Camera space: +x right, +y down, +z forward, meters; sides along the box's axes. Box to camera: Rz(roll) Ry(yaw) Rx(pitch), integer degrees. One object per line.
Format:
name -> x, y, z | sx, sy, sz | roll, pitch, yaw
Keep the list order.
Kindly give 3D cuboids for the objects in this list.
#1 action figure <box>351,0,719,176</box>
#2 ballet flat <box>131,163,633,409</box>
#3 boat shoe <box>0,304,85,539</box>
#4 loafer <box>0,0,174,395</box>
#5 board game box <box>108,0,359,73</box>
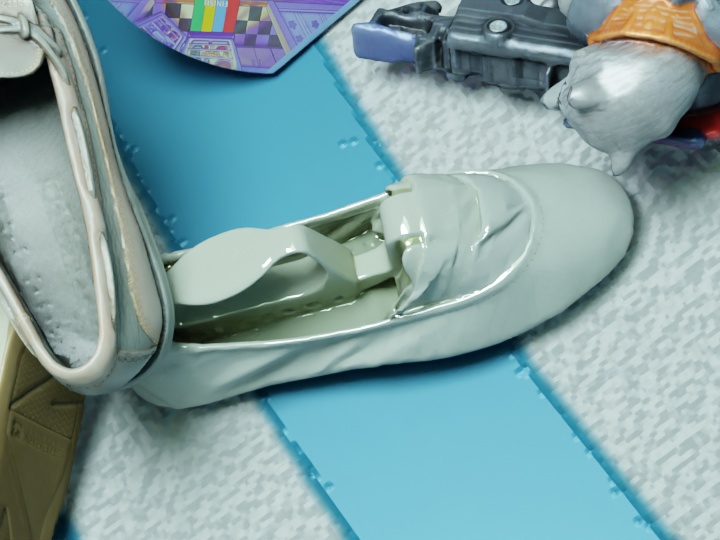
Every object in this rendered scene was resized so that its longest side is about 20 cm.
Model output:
action figure -> 0.093, -0.122, 0.838 | 0.200, 0.105, 0.194 | 4, 56, 13
ballet flat -> 0.000, 0.000, 0.822 | 0.200, 0.069, 0.070 | -16, 61, 7
boat shoe -> -0.154, 0.105, 0.814 | 0.069, 0.074, 0.200 | 0, 63, 28
loafer -> -0.121, -0.051, 0.778 | 0.072, 0.063, 0.200 | -25, 89, 6
board game box -> -0.023, -0.173, 0.864 | 0.200, 0.158, 0.039 | -41, 24, -8
